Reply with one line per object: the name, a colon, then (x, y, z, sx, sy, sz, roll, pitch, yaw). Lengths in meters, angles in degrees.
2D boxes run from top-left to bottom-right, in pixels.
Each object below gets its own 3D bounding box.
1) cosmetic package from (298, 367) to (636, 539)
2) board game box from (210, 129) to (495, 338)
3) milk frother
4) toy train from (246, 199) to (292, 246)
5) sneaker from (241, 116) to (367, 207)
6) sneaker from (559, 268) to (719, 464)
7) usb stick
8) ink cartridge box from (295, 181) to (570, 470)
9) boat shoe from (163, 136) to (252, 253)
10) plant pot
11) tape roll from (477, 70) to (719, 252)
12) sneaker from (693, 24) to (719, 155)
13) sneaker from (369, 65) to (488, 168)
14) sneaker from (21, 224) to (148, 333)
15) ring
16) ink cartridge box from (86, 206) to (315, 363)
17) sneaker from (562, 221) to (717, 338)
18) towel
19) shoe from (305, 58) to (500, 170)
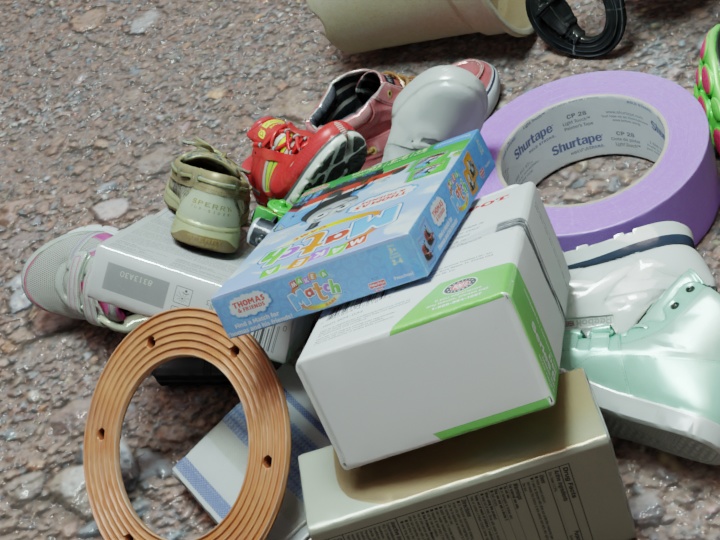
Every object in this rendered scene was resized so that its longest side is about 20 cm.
cosmetic package: (0.069, 0.147, 1.015, 0.199, 0.105, 0.071, -17, 39, 4)
board game box: (0.000, -0.028, 1.076, 0.151, 0.037, 0.200, -18, 18, 24)
milk frother: (0.265, -0.300, 1.415, 0.188, 0.181, 0.200, -10, -9, -43)
toy train: (0.000, 0.000, 1.197, 0.199, 0.042, 0.056, 23, 26, 9)
sneaker: (-0.059, -0.091, 1.285, 0.077, 0.085, 0.200, -34, 1, -22)
sneaker: (0.183, 0.050, 1.072, 0.200, 0.074, 0.119, 17, 70, 31)
usb stick: (-0.074, 0.066, 1.227, 0.199, 0.033, 0.056, -2, 43, 23)
ink cartridge box: (0.055, 0.031, 1.025, 0.145, 0.084, 0.200, -20, 17, 18)
boat shoe: (-0.118, -0.069, 1.261, 0.073, 0.063, 0.200, 11, 15, -13)
plant pot: (0.050, -0.294, 1.473, 0.183, 0.201, 0.201, -14, 39, 28)
tape roll: (0.183, -0.073, 1.240, 0.199, 0.066, 0.201, -14, 39, 12)
sneaker: (0.320, -0.127, 1.244, 0.083, 0.077, 0.200, -4, 42, -6)
sneaker: (0.044, -0.072, 1.235, 0.075, 0.200, 0.089, 18, 46, -14)
sneaker: (-0.205, 0.008, 1.293, 0.199, 0.082, 0.088, -2, 12, 24)
ring: (-0.124, 0.127, 1.109, 0.200, 0.019, 0.202, -7, 79, 37)
ink cartridge box: (-0.106, 0.003, 1.225, 0.160, 0.050, 0.200, 18, 13, 6)
sneaker: (0.159, 0.034, 1.131, 0.199, 0.076, 0.081, -22, 59, 9)
towel: (-0.031, 0.121, 1.131, 0.200, 0.024, 0.147, -42, 46, -12)
shoe: (0.040, -0.147, 1.368, 0.200, 0.091, 0.071, -39, 42, -19)
